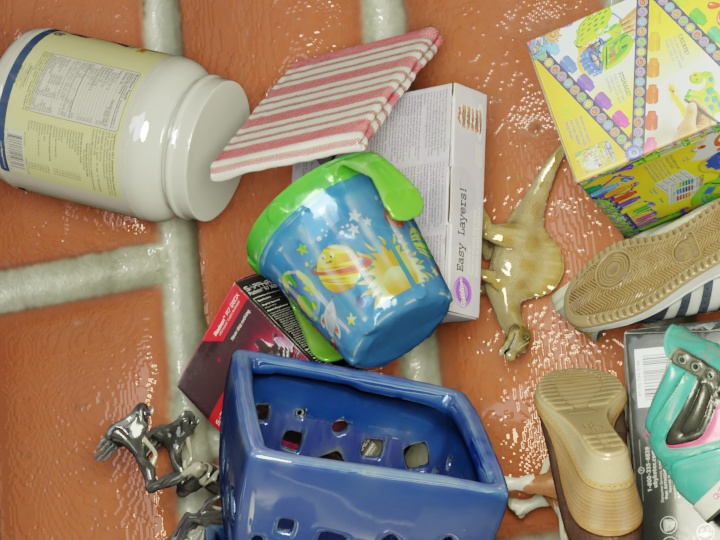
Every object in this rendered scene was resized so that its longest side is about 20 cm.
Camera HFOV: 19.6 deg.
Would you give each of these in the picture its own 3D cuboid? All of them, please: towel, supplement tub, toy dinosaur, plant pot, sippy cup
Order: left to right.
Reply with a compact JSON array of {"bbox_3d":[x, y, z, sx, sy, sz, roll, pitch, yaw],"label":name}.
[{"bbox_3d":[-0.210,-0.123,1.806,0.199,0.145,0.146,14,84,20],"label":"supplement tub"},{"bbox_3d":[-0.024,-0.134,1.718,0.145,0.200,0.030,-11,117,31],"label":"towel"},{"bbox_3d":[-0.016,0.189,1.559,0.198,0.200,0.181,11,106,-12],"label":"plant pot"},{"bbox_3d":[0.000,0.000,1.625,0.139,0.178,0.131,-35,67,-1],"label":"sippy cup"},{"bbox_3d":[0.123,-0.022,1.735,0.100,0.058,0.202,12,77,7],"label":"toy dinosaur"}]

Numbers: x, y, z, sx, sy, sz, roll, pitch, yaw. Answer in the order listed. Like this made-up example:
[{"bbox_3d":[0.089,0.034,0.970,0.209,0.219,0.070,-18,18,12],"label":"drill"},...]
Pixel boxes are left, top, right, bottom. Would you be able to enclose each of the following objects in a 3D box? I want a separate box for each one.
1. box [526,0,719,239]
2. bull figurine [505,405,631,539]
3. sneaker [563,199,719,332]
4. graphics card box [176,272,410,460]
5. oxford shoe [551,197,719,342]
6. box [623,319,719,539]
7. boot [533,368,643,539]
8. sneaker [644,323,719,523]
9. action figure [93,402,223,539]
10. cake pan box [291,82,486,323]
[{"bbox_3d":[0.257,-0.133,1.625,0.191,0.200,0.123,-22,72,12],"label":"box"},{"bbox_3d":[0.176,0.195,1.659,0.121,0.065,0.202,-17,72,18],"label":"bull figurine"},{"bbox_3d":[0.263,0.012,1.611,0.199,0.108,0.070,-28,49,25],"label":"sneaker"},{"bbox_3d":[-0.054,0.113,1.733,0.200,0.051,0.126,45,123,19],"label":"graphics card box"},{"bbox_3d":[0.249,-0.006,1.673,0.199,0.075,0.058,-32,82,11],"label":"oxford shoe"},{"bbox_3d":[0.280,0.147,1.608,0.131,0.115,0.202,-7,76,18],"label":"box"},{"bbox_3d":[0.171,0.177,1.576,0.072,0.200,0.168,-2,110,-2],"label":"boot"},{"bbox_3d":[0.280,0.072,1.521,0.121,0.084,0.200,44,96,12],"label":"sneaker"},{"bbox_3d":[-0.129,0.202,1.727,0.200,0.119,0.102,43,110,31],"label":"action figure"},{"bbox_3d":[0.019,-0.045,1.730,0.183,0.052,0.202,-10,74,43],"label":"cake pan box"}]
